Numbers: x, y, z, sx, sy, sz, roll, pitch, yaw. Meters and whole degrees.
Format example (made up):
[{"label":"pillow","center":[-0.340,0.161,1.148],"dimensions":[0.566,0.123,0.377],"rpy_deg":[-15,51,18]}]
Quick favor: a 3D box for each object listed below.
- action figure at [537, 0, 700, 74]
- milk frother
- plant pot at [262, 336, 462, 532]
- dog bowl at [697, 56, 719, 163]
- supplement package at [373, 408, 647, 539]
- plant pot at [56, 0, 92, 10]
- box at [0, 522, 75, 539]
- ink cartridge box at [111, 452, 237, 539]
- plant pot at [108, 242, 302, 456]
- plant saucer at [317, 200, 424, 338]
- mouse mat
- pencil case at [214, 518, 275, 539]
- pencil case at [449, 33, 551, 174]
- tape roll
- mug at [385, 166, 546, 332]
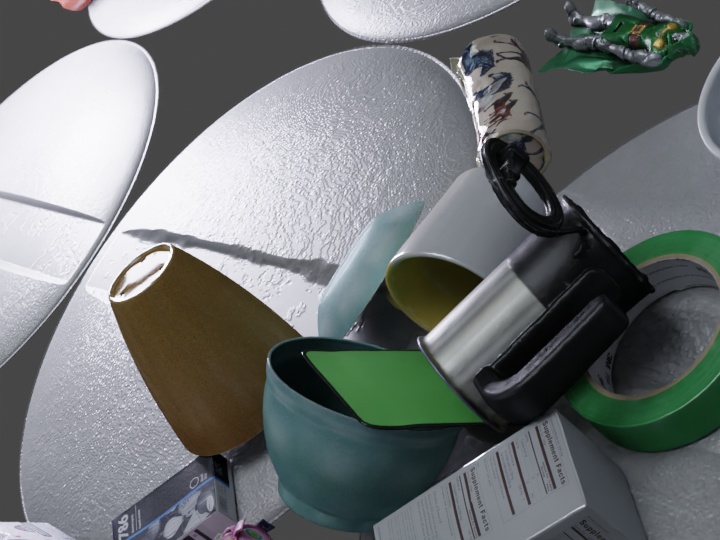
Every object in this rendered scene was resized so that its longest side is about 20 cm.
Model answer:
[{"label":"action figure","center":[0.287,-0.253,1.580],"dimensions":[0.199,0.055,0.119],"rpy_deg":[19,69,50]},{"label":"milk frother","center":[0.124,0.012,1.272],"dimensions":[0.188,0.200,0.181],"rpy_deg":[-44,2,8]},{"label":"plant pot","center":[-0.008,0.166,1.411],"dimensions":[0.200,0.199,0.135],"rpy_deg":[44,123,56]},{"label":"dog bowl","center":[0.408,-0.152,1.315],"dimensions":[0.199,0.079,0.201],"rpy_deg":[-30,38,27]},{"label":"supplement package","center":[0.126,0.231,1.239],"dimensions":[0.199,0.114,0.110],"rpy_deg":[-35,37,19]},{"label":"plant pot","center":[-0.517,-0.605,2.741],"dimensions":[0.195,0.200,0.202],"rpy_deg":[-44,33,23]},{"label":"box","center":[-0.374,0.359,1.653],"dimensions":[0.199,0.131,0.116],"rpy_deg":[13,94,53]},{"label":"ink cartridge box","center":[-0.225,0.294,1.652],"dimensions":[0.200,0.039,0.100],"rpy_deg":[-39,36,17]},{"label":"plant pot","center":[-0.185,0.073,1.646],"dimensions":[0.185,0.200,0.187],"rpy_deg":[-28,30,18]},{"label":"plant saucer","center":[0.000,0.000,1.592],"dimensions":[0.202,0.039,0.201],"rpy_deg":[-57,5,8]},{"label":"mouse mat","center":[0.059,0.110,1.386],"dimensions":[0.161,0.198,0.008],"rpy_deg":[43,127,56]},{"label":"pencil case","center":[-0.166,0.336,1.499],"dimensions":[0.200,0.087,0.088],"rpy_deg":[-39,35,18]},{"label":"pencil case","center":[0.156,-0.177,1.629],"dimensions":[0.089,0.078,0.201],"rpy_deg":[-16,42,9]},{"label":"tape roll","center":[0.268,0.060,1.298],"dimensions":[0.200,0.048,0.201],"rpy_deg":[-31,37,27]},{"label":"mug","center":[0.108,-0.027,1.483],"dimensions":[0.185,0.150,0.154],"rpy_deg":[12,56,30]}]
